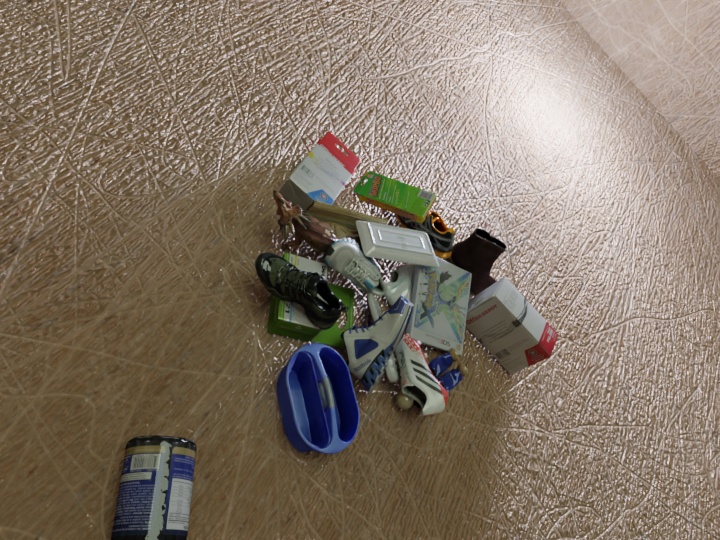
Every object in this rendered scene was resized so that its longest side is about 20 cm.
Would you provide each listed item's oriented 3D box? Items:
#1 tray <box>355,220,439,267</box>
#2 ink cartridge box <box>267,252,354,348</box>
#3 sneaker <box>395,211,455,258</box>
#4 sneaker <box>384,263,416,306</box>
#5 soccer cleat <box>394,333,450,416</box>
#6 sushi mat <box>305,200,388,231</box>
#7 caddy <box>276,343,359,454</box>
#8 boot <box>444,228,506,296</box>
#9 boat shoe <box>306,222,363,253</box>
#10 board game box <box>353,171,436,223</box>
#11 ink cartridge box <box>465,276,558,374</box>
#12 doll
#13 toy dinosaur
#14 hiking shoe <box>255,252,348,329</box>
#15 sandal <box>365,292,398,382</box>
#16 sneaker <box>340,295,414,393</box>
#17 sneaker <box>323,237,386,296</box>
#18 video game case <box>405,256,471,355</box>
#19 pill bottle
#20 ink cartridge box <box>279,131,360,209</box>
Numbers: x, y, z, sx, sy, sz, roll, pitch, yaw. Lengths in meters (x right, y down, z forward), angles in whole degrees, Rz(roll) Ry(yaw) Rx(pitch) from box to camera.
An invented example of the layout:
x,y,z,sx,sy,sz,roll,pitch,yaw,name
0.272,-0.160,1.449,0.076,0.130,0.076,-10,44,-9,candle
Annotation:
x,y,z,sx,sy,sz,roll,pitch,yaw,name
0.087,-0.065,1.221,0.193,0.022,0.110,8,47,-26,tray
-0.087,0.067,1.143,0.194,0.076,0.153,15,59,-23,ink cartridge box
0.166,-0.120,1.375,0.077,0.079,0.199,-23,55,-40,sneaker
0.122,0.012,1.309,0.080,0.071,0.200,45,51,0,sneaker
0.110,0.216,1.156,0.083,0.070,0.203,-14,55,-30,soccer cleat
-0.040,-0.110,1.252,0.194,0.096,0.013,11,59,-27,sushi mat
-0.079,0.244,1.036,0.137,0.105,0.207,-4,68,-34,caddy
0.315,-0.011,1.380,0.196,0.166,0.074,30,53,-15,boot
-0.035,-0.060,1.252,0.192,0.069,0.074,10,79,-5,boat shoe
0.084,-0.187,1.367,0.194,0.031,0.096,24,51,15,board game box
0.363,0.137,1.346,0.200,0.146,0.083,46,50,-3,ink cartridge box
0.150,0.247,1.218,0.196,0.049,0.139,-26,78,-34,doll
-0.100,-0.083,1.144,0.193,0.136,0.089,17,76,-2,toy dinosaur
-0.109,0.023,1.040,0.197,0.100,0.077,37,52,-10,hiking shoe
0.034,0.145,1.193,0.048,0.083,0.209,-19,65,7,sandal
0.022,0.133,1.116,0.113,0.080,0.204,29,91,11,sneaker
0.000,0.000,1.168,0.198,0.075,0.087,30,18,-50,sneaker
0.189,0.079,1.289,0.178,0.022,0.208,21,72,-36,video game case
-0.313,0.364,0.823,0.108,0.112,0.207,13,60,-25,pill bottle
-0.092,-0.224,1.297,0.115,0.067,0.202,39,52,-9,ink cartridge box
